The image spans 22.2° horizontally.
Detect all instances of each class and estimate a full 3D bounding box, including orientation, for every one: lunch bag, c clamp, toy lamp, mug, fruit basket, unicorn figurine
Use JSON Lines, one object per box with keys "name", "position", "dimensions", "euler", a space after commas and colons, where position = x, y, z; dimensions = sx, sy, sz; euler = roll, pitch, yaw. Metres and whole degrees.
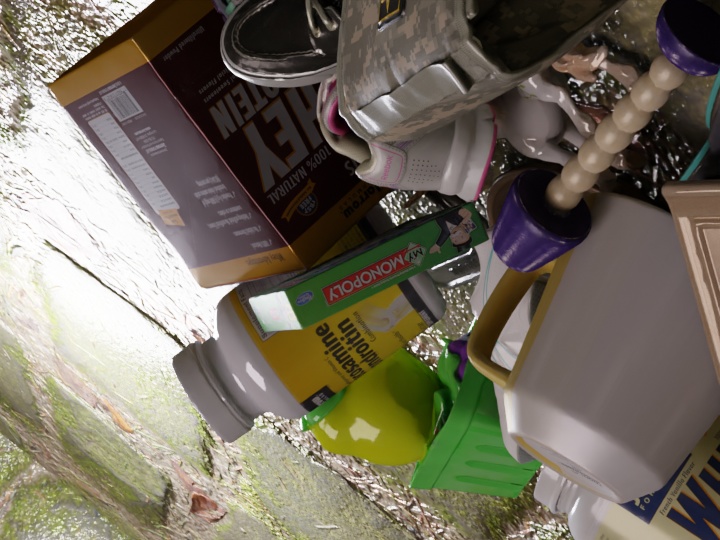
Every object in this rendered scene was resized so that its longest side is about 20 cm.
{"name": "lunch bag", "position": [0.073, -0.158, 0.925], "dimensions": [0.118, 0.200, 0.164], "euler": [44, 159, -12]}
{"name": "c clamp", "position": [0.029, -0.045, 1.444], "dimensions": [0.171, 0.027, 0.200], "euler": [47, 158, -14]}
{"name": "toy lamp", "position": [0.139, -0.071, 1.063], "dimensions": [0.058, 0.058, 0.200], "euler": [38, 131, 4]}
{"name": "mug", "position": [0.161, 0.058, 1.149], "dimensions": [0.149, 0.154, 0.187], "euler": [33, 170, -8]}
{"name": "fruit basket", "position": [0.060, 0.097, 1.476], "dimensions": [0.214, 0.157, 0.216], "euler": [18, 156, 8]}
{"name": "unicorn figurine", "position": [0.113, -0.098, 1.167], "dimensions": [0.137, 0.074, 0.201], "euler": [32, 141, 22]}

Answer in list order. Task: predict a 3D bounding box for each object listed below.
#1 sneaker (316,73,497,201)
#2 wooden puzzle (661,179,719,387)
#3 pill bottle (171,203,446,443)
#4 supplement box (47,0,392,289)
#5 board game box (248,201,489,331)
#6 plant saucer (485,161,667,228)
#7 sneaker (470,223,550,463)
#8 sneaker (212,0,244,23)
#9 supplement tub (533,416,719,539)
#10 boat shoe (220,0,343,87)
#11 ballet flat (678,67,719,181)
{"name": "sneaker", "position": [0.012, -0.121, 1.164], "dimensions": [0.200, 0.087, 0.082], "euler": [-120, 37, -48]}
{"name": "wooden puzzle", "position": [0.274, 0.027, 1.010], "dimensions": [0.184, 0.037, 0.201], "euler": [0, 125, 39]}
{"name": "pill bottle", "position": [-0.041, 0.042, 1.402], "dimensions": [0.112, 0.199, 0.112], "euler": [54, -177, -5]}
{"name": "supplement box", "position": [-0.094, -0.110, 1.350], "dimensions": [0.201, 0.133, 0.197], "euler": [53, 156, -13]}
{"name": "board game box", "position": [0.000, 0.000, 1.235], "dimensions": [0.029, 0.134, 0.200], "euler": [64, 171, -3]}
{"name": "plant saucer", "position": [0.175, -0.005, 1.278], "dimensions": [0.199, 0.030, 0.201], "euler": [35, 158, 16]}
{"name": "sneaker", "position": [0.120, 0.050, 1.329], "dimensions": [0.080, 0.070, 0.202], "euler": [36, 140, 41]}
{"name": "sneaker", "position": [-0.098, -0.201, 1.176], "dimensions": [0.074, 0.087, 0.201], "euler": [-49, 63, 34]}
{"name": "supplement tub", "position": [0.241, 0.168, 1.334], "dimensions": [0.199, 0.145, 0.145], "euler": [32, 157, 16]}
{"name": "boat shoe", "position": [-0.004, -0.164, 1.088], "dimensions": [0.199, 0.071, 0.064], "euler": [-18, 171, 23]}
{"name": "ballet flat", "position": [0.224, -0.075, 1.013], "dimensions": [0.073, 0.073, 0.200], "euler": [35, 163, 13]}
